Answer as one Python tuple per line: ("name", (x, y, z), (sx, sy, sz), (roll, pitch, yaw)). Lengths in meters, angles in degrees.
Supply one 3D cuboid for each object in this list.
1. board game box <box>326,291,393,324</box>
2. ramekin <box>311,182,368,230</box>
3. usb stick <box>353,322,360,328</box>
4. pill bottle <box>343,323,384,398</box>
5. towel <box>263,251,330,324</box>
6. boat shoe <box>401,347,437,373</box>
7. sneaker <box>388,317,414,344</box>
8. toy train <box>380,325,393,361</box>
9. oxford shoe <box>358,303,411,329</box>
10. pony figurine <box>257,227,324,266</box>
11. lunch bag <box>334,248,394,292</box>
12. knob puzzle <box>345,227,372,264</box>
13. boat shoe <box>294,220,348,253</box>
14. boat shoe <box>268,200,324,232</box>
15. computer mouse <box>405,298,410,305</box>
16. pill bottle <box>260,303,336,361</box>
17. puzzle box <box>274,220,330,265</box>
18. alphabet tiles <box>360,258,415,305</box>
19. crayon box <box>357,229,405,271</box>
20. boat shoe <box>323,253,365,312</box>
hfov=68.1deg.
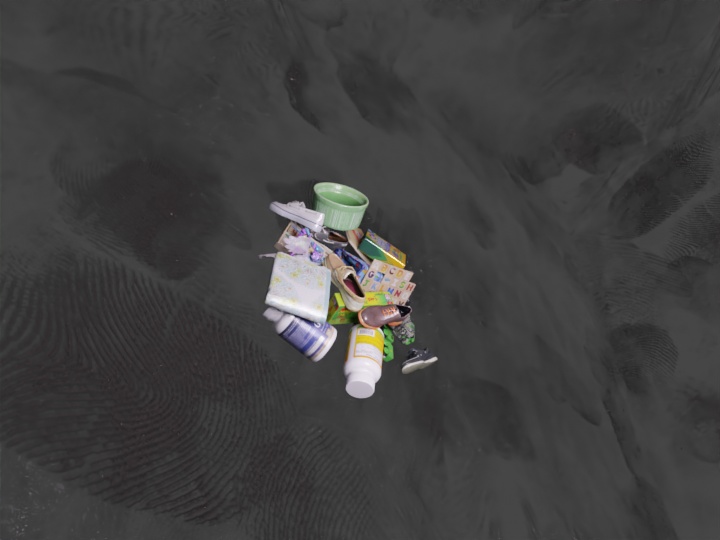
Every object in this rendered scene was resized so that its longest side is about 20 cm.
("board game box", (-0.006, 0.116, 1.638), (0.197, 0.102, 0.048), (0, 52, -32))
("ramekin", (-0.077, -0.220, 1.848), (0.197, 0.099, 0.201), (14, 27, -7))
("usb stick", (-0.001, 0.144, 1.718), (0.055, 0.033, 0.202), (21, 44, -25))
("pill bottle", (0.008, 0.263, 1.550), (0.110, 0.111, 0.202), (34, 38, -21))
("towel", (-0.165, 0.044, 1.433), (0.169, 0.048, 0.202), (19, 38, -14))
("boat shoe", (0.184, 0.289, 1.756), (0.198, 0.074, 0.067), (-4, 59, -50))
("sneaker", (0.142, 0.190, 1.754), (0.200, 0.077, 0.086), (38, 37, -59))
("toy train", (0.082, 0.208, 1.748), (0.056, 0.041, 0.202), (38, 35, -33))
("oxford shoe", (0.073, 0.126, 1.584), (0.198, 0.072, 0.072), (-3, 66, -48))
("pony figurine", (-0.185, -0.030, 1.590), (0.192, 0.165, 0.203), (-10, 83, -56))
("lunch bag", (0.000, 0.000, 1.774), (0.150, 0.094, 0.200), (30, 15, -36))
("knob puzzle", (-0.006, -0.085, 1.891), (0.220, 0.030, 0.220), (51, 16, -20))
("boat shoe", (-0.131, -0.128, 1.793), (0.198, 0.067, 0.073), (31, 40, -23))
("boat shoe", (-0.199, -0.188, 1.700), (0.198, 0.068, 0.073), (26, 3, 15))
("computer mouse", (0.126, 0.041, 1.904), (0.202, 0.046, 0.140), (64, 18, 15))
("pill bottle", (-0.170, 0.148, 1.455), (0.199, 0.111, 0.112), (40, 36, -14))
("puzzle box", (-0.175, -0.058, 1.713), (0.199, 0.025, 0.134), (40, 37, -15))
("alphabet tiles", (0.082, 0.062, 1.720), (0.198, 0.169, 0.008), (18, 19, -33))
("crayon box", (0.089, -0.055, 1.852), (0.199, 0.052, 0.126), (35, 18, -6))
("boat shoe", (-0.040, 0.023, 1.573), (0.073, 0.067, 0.201), (-13, 62, -41))
